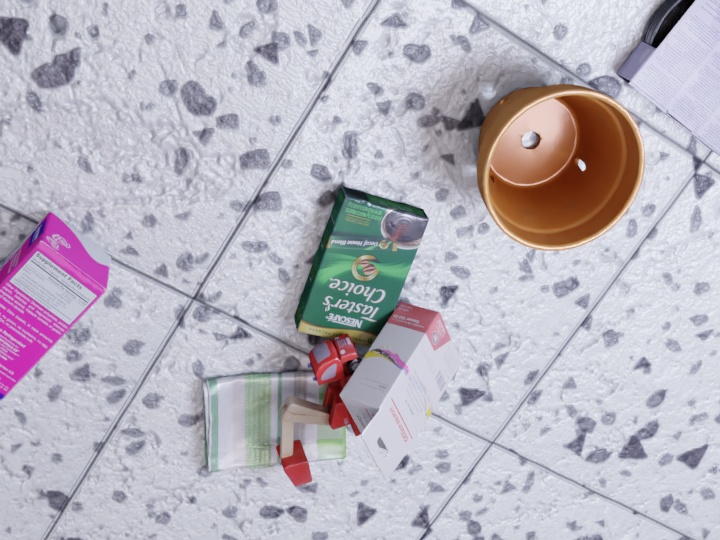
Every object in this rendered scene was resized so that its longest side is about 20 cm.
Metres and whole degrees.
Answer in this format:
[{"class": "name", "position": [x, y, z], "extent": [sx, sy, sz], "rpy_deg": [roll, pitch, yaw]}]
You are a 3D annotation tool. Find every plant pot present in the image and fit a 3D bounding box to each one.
[{"class": "plant pot", "position": [0.229, -0.143, 1.276], "extent": [0.200, 0.140, 0.200], "rpy_deg": [-4, 116, -8]}]

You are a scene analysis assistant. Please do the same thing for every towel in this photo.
[{"class": "towel", "position": [-0.117, 0.210, 1.436], "extent": [0.199, 0.031, 0.150], "rpy_deg": [-3, 116, -9]}]

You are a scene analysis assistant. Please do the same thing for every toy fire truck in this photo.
[{"class": "toy fire truck", "position": [-0.055, 0.187, 1.385], "extent": [0.141, 0.049, 0.200], "rpy_deg": [-18, 126, -7]}]

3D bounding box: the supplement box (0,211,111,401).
[{"class": "supplement box", "position": [-0.408, 0.042, 1.265], "extent": [0.200, 0.101, 0.103], "rpy_deg": [-44, 114, 10]}]

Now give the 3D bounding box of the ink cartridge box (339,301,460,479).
[{"class": "ink cartridge box", "position": [0.044, 0.156, 1.345], "extent": [0.200, 0.067, 0.117], "rpy_deg": [-55, 141, -28]}]

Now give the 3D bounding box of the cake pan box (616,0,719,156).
[{"class": "cake pan box", "position": [0.451, -0.266, 1.310], "extent": [0.200, 0.052, 0.184], "rpy_deg": [30, 104, -21]}]

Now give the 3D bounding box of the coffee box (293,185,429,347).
[{"class": "coffee box", "position": [0.000, 0.000, 1.352], "extent": [0.123, 0.044, 0.200], "rpy_deg": [15, 111, -18]}]
